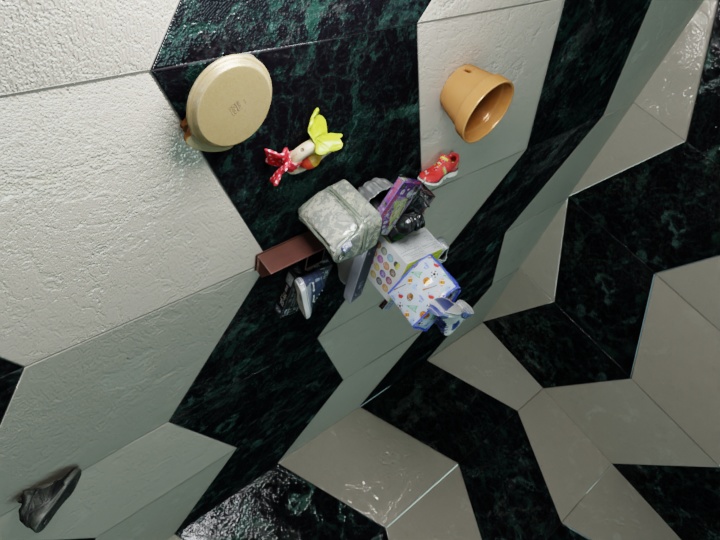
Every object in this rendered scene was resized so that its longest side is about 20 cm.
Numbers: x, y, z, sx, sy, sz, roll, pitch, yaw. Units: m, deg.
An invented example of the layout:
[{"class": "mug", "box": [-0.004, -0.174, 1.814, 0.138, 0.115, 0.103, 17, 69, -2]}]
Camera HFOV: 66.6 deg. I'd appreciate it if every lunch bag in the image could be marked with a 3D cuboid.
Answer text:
[{"class": "lunch bag", "box": [0.221, 0.072, 1.834, 0.201, 0.171, 0.123, -50, 149, 16]}, {"class": "lunch bag", "box": [-0.058, -0.128, 1.509, 0.166, 0.200, 0.141, -30, 154, -27]}]

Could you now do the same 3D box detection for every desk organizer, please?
[{"class": "desk organizer", "box": [-0.203, -0.035, 1.591, 0.198, 0.077, 0.072, -28, 153, -32]}]

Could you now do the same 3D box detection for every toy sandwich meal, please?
[{"class": "toy sandwich meal", "box": [-0.256, -0.319, 1.037, 0.203, 0.070, 0.207, -35, 151, -22]}]

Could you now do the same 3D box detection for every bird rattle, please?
[{"class": "bird rattle", "box": [-0.129, -0.267, 1.292, 0.199, 0.113, 0.163, -42, 174, 6]}]

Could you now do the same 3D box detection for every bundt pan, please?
[{"class": "bundt pan", "box": [0.032, -0.202, 1.684, 0.200, 0.076, 0.203, -35, 157, -17]}]

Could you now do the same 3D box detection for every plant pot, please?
[{"class": "plant pot", "box": [0.322, -0.491, 1.575, 0.198, 0.140, 0.202, -34, 155, -18]}]

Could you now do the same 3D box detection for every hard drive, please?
[{"class": "hard drive", "box": [0.000, 0.000, 1.852, 0.135, 0.042, 0.204, -34, 144, -68]}]

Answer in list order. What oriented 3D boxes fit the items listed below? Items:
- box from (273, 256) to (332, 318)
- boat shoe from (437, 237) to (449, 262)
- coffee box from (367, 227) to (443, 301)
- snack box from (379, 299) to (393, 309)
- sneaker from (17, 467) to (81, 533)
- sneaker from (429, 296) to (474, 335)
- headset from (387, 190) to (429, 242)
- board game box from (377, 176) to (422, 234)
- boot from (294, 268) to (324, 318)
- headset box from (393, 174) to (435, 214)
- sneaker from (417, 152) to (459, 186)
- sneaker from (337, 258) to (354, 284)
[{"class": "box", "box": [-0.190, 0.056, 1.811, 0.158, 0.044, 0.202, -22, 149, -41]}, {"class": "boat shoe", "box": [0.353, -0.063, 2.456, 0.073, 0.067, 0.201, -35, 156, -15]}, {"class": "coffee box", "box": [0.139, -0.051, 1.963, 0.198, 0.198, 0.202, -22, 151, -38]}, {"class": "snack box", "box": [0.166, 0.099, 2.487, 0.201, 0.024, 0.071, -53, 156, 21]}, {"class": "sneaker", "box": [-0.932, 0.660, 1.632, 0.201, 0.112, 0.077, -59, 170, -45]}, {"class": "sneaker", "box": [0.280, 0.157, 1.767, 0.197, 0.081, 0.116, 10, 122, -49]}, {"class": "headset", "box": [0.158, -0.170, 1.788, 0.122, 0.095, 0.200, -23, 166, -44]}, {"class": "board game box", "box": [0.100, -0.194, 1.680, 0.119, 0.032, 0.201, -2, 134, -51]}, {"class": "boot", "box": [-0.154, 0.078, 1.754, 0.089, 0.073, 0.202, -27, 152, -18]}, {"class": "headset box", "box": [0.155, -0.226, 1.842, 0.150, 0.077, 0.199, -51, 157, 20]}, {"class": "sneaker", "box": [0.263, -0.347, 1.836, 0.199, 0.076, 0.086, -33, 146, -39]}, {"class": "sneaker", "box": [-0.039, -0.045, 1.877, 0.202, 0.072, 0.083, 98, 15, -49]}]
